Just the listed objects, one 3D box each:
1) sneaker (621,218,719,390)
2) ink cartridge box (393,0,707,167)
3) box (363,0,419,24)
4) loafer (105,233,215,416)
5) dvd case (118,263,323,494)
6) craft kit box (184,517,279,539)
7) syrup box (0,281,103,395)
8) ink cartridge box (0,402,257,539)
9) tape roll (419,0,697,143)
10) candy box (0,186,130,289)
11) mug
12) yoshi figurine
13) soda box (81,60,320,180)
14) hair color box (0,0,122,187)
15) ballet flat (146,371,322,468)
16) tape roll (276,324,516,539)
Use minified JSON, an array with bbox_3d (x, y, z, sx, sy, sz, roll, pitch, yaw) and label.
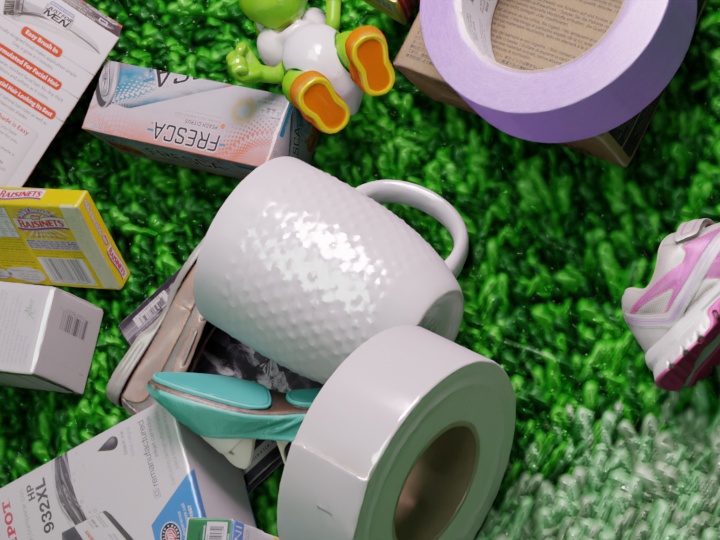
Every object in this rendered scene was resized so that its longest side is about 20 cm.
[{"bbox_3d":[0.265,-0.010,1.441,0.200,0.081,0.088,-44,61,6],"label":"sneaker"},{"bbox_3d":[0.151,-0.192,1.564,0.200,0.075,0.165,24,83,32],"label":"ink cartridge box"},{"bbox_3d":[0.065,-0.302,1.610,0.050,0.075,0.200,32,86,11],"label":"box"},{"bbox_3d":[-0.128,0.040,1.619,0.063,0.072,0.200,37,98,15],"label":"loafer"},{"bbox_3d":[-0.098,0.068,1.635,0.149,0.016,0.200,-42,59,7],"label":"dvd case"},{"bbox_3d":[-0.072,0.294,1.439,0.048,0.197,0.200,-3,71,29],"label":"craft kit box"},{"bbox_3d":[-0.332,0.053,1.721,0.200,0.079,0.082,5,76,28],"label":"syrup box"},{"bbox_3d":[-0.190,0.211,1.582,0.200,0.084,0.145,-29,62,22],"label":"ink cartridge box"},{"bbox_3d":[0.147,-0.200,1.488,0.200,0.066,0.200,-9,69,24],"label":"tape roll"},{"bbox_3d":[-0.304,-0.031,1.725,0.200,0.102,0.026,4,45,27],"label":"candy box"},{"bbox_3d":[0.000,0.000,1.540,0.175,0.148,0.200,29,52,24],"label":"mug"},{"bbox_3d":[-0.052,-0.196,1.614,0.200,0.112,0.112,-131,52,-57],"label":"yoshi figurine"},{"bbox_3d":[-0.135,-0.124,1.692,0.200,0.064,0.069,14,80,29],"label":"soda box"},{"bbox_3d":[-0.309,-0.157,1.743,0.111,0.064,0.200,33,102,-12],"label":"hair color box"},{"bbox_3d":[-0.068,0.121,1.533,0.200,0.067,0.071,5,104,-6],"label":"ballet flat"},{"bbox_3d":[0.028,0.144,1.437,0.071,0.202,0.203,26,86,30],"label":"tape roll"}]
